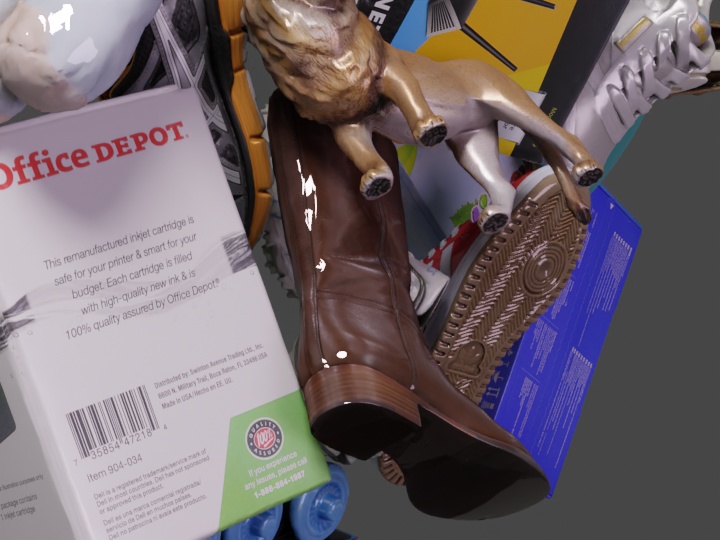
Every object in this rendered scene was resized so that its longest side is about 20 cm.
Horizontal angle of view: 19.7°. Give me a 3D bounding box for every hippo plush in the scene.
[{"bbox_3d":[-0.145,-0.168,0.871,0.161,0.200,0.159,58,30,-31],"label":"hippo plush"}]

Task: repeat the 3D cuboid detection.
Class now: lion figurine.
[{"bbox_3d":[0.029,-0.085,1.020,0.072,0.123,0.200,-46,140,20],"label":"lion figurine"}]

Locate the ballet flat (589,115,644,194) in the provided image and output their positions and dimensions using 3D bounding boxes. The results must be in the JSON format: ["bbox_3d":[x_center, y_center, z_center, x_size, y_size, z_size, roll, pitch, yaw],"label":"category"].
[{"bbox_3d":[0.108,-0.049,1.298,0.200,0.064,0.067,-57,163,-16],"label":"ballet flat"}]

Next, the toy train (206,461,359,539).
[{"bbox_3d":[-0.083,0.154,1.088,0.200,0.087,0.115,-8,112,-53],"label":"toy train"}]

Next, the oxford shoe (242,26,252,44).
[{"bbox_3d":[-0.047,-0.175,1.070,0.200,0.084,0.073,51,55,-46],"label":"oxford shoe"}]

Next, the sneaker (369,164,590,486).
[{"bbox_3d":[0.044,0.010,1.174,0.071,0.112,0.200,24,103,-40],"label":"sneaker"}]

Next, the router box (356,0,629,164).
[{"bbox_3d":[0.070,-0.164,1.067,0.149,0.051,0.200,12,119,-28],"label":"router box"}]

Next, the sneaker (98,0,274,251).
[{"bbox_3d":[-0.095,-0.089,1.042,0.077,0.078,0.200,-20,119,-21],"label":"sneaker"}]

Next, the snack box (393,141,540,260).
[{"bbox_3d":[0.057,-0.116,1.229,0.200,0.068,0.169,-61,139,-27],"label":"snack box"}]

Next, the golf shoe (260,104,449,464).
[{"bbox_3d":[0.000,0.000,1.120,0.078,0.097,0.200,12,64,-74],"label":"golf shoe"}]

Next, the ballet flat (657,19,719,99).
[{"bbox_3d":[0.223,-0.145,1.437,0.200,0.072,0.068,-6,101,-52],"label":"ballet flat"}]

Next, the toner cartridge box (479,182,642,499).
[{"bbox_3d":[0.119,0.038,1.358,0.095,0.043,0.200,40,65,-48],"label":"toner cartridge box"}]

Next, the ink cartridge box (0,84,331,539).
[{"bbox_3d":[-0.119,0.031,0.949,0.145,0.084,0.200,-19,90,-43],"label":"ink cartridge box"}]

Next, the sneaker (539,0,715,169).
[{"bbox_3d":[0.163,-0.133,1.246,0.200,0.081,0.077,-64,145,-21],"label":"sneaker"}]

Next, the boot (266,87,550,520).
[{"bbox_3d":[0.023,0.013,1.047,0.186,0.064,0.200,37,33,-48],"label":"boot"}]
